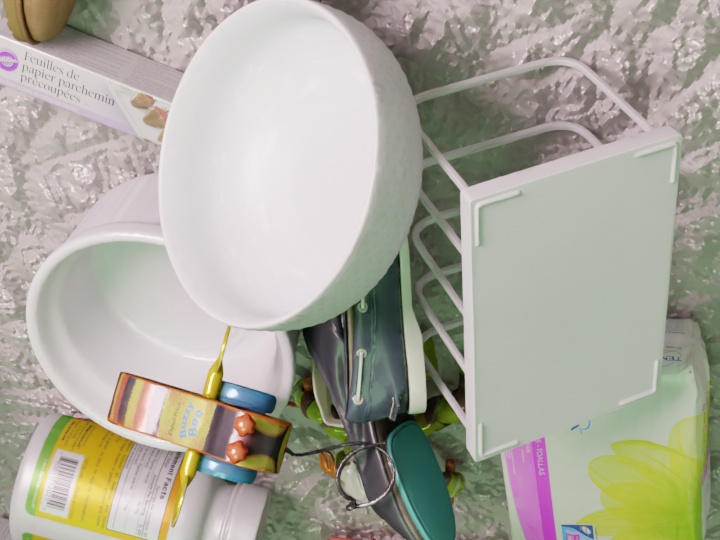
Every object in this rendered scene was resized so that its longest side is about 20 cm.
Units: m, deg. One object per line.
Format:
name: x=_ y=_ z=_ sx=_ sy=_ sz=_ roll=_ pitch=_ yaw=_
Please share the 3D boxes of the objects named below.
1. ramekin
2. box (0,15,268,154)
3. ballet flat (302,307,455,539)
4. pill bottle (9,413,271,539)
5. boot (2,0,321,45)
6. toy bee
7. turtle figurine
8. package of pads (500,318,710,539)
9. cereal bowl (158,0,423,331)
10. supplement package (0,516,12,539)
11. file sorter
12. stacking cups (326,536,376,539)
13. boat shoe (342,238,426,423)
ramekin: x=-0.133 y=0.026 z=1.003 sx=0.197 sy=0.098 sz=0.203 roll=7 pitch=129 yaw=9
box: x=-0.153 y=-0.119 z=0.933 sx=0.197 sy=0.042 sz=0.039 roll=21 pitch=129 yaw=-3
ballet flat: x=0.008 y=0.112 z=0.982 sx=0.072 sy=0.073 sz=0.203 roll=-20 pitch=89 yaw=28
pill bottle: x=-0.178 y=0.196 z=1.138 sx=0.197 sy=0.112 sz=0.112 roll=15 pitch=130 yaw=3
boot: x=-0.117 y=-0.196 z=0.848 sx=0.197 sy=0.067 sz=0.177 roll=15 pitch=130 yaw=1
toy bee: x=-0.086 y=0.099 z=0.913 sx=0.197 sy=0.133 sz=0.109 roll=-7 pitch=169 yaw=11
turtle figurine: x=0.015 y=0.117 z=1.055 sx=0.199 sy=0.065 sz=0.162 roll=35 pitch=125 yaw=-8
package of pads: x=0.182 y=0.127 z=1.018 sx=0.152 sy=0.069 sz=0.202 roll=-1 pitch=127 yaw=16
cereal bowl: x=-0.034 y=-0.061 z=0.841 sx=0.083 sy=0.202 sz=0.200 roll=8 pitch=143 yaw=-44
supplement package: x=-0.264 y=0.336 z=1.263 sx=0.197 sy=0.122 sz=0.121 roll=18 pitch=129 yaw=1
file sorter: x=0.106 y=-0.011 z=0.873 sx=0.137 sy=0.125 sz=0.202 roll=-17 pitch=129 yaw=-15
stacking cups: x=0.063 y=0.258 z=1.155 sx=0.197 sy=0.061 sz=0.061 roll=3 pitch=128 yaw=12
boat shoe: x=0.000 y=0.000 z=0.916 sx=0.061 sy=0.075 sz=0.203 roll=-9 pitch=95 yaw=-8
